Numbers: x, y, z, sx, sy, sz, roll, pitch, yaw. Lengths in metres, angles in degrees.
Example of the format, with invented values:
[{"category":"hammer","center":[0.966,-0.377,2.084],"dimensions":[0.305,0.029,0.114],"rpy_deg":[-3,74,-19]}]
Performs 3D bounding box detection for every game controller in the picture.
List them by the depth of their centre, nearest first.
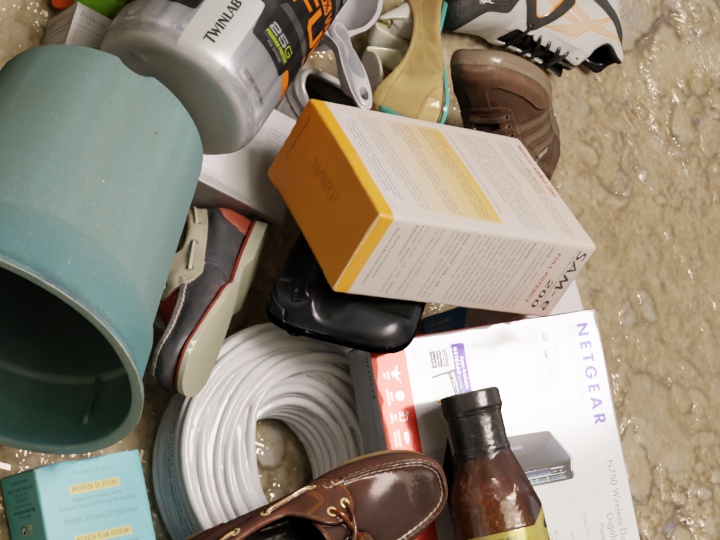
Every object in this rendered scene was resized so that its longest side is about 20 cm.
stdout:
[{"category":"game controller","center":[0.000,0.000,1.371],"dimensions":[0.104,0.042,0.200],"rpy_deg":[22,29,1]}]

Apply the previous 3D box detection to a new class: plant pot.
[{"category":"plant pot","center":[-0.198,-0.023,1.209],"dimensions":[0.200,0.200,0.197],"rpy_deg":[38,50,-23]}]

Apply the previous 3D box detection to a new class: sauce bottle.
[{"category":"sauce bottle","center":[0.095,0.179,1.280],"dimensions":[0.066,0.066,0.202],"rpy_deg":[-8,85,-38]}]

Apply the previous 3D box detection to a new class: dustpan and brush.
[{"category":"dustpan and brush","center":[-0.029,-0.190,1.425],"dimensions":[0.139,0.057,0.201],"rpy_deg":[6,58,-34]}]

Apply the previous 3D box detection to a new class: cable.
[{"category":"cable","center":[-0.051,0.136,1.346],"dimensions":[0.200,0.069,0.201],"rpy_deg":[37,60,-24]}]

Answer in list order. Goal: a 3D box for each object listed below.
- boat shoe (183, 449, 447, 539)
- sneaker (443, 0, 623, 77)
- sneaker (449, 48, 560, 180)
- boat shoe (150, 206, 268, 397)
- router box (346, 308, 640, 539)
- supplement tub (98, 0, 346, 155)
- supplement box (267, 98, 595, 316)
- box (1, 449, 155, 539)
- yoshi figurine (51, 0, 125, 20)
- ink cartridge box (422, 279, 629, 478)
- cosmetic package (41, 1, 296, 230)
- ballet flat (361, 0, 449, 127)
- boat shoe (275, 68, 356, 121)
[{"category":"boat shoe","center":[-0.029,0.175,1.247],"dimensions":[0.199,0.070,0.071],"rpy_deg":[-24,93,-13]},{"category":"sneaker","center":[0.151,-0.203,1.594],"dimensions":[0.199,0.074,0.081],"rpy_deg":[-5,83,-38]},{"category":"sneaker","center":[0.116,-0.105,1.493],"dimensions":[0.200,0.070,0.076],"rpy_deg":[42,54,-62]},{"category":"boat shoe","center":[-0.113,0.016,1.293],"dimensions":[0.062,0.072,0.200],"rpy_deg":[19,32,0]},{"category":"router box","center":[0.096,0.138,1.349],"dimensions":[0.178,0.049,0.202],"rpy_deg":[-9,84,-21]},{"category":"supplement tub","center":[-0.080,-0.186,1.310],"dimensions":[0.122,0.122,0.201],"rpy_deg":[43,58,-20]},{"category":"supplement box","center":[0.050,-0.041,1.350],"dimensions":[0.199,0.074,0.126],"rpy_deg":[8,37,-37]},{"category":"box","center":[-0.169,0.223,1.242],"dimensions":[0.082,0.049,0.202],"rpy_deg":[-7,82,-38]},{"category":"yoshi figurine","center":[-0.190,-0.276,1.332],"dimensions":[0.112,0.112,0.201],"rpy_deg":[-28,98,-45]},{"category":"ink cartridge box","center":[0.129,0.117,1.460],"dimensions":[0.067,0.115,0.202],"rpy_deg":[-11,85,-38]},{"category":"cosmetic package","center":[-0.137,-0.103,1.358],"dimensions":[0.199,0.050,0.083],"rpy_deg":[27,65,-29]},{"category":"ballet flat","center":[0.034,-0.167,1.463],"dimensions":[0.063,0.069,0.200],"rpy_deg":[17,29,-9]},{"category":"boat shoe","center":[0.015,-0.090,1.460],"dimensions":[0.200,0.066,0.072],"rpy_deg":[37,58,-23]}]
